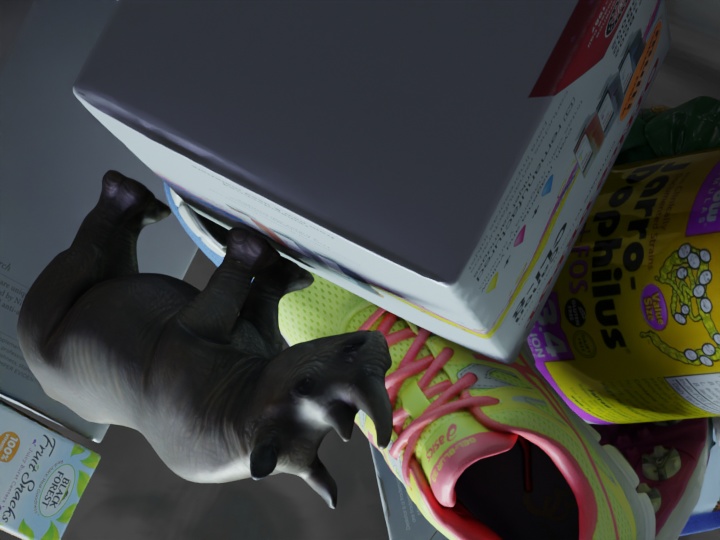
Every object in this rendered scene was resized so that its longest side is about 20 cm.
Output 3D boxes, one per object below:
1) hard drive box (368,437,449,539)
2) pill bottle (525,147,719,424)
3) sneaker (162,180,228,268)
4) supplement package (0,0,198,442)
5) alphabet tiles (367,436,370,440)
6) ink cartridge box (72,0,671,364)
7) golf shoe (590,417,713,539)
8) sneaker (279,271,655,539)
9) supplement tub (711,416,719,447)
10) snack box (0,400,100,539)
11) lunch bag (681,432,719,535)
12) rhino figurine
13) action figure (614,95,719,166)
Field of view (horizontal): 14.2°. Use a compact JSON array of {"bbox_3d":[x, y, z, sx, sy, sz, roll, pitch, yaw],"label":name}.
[{"bbox_3d":[0.049,0.060,1.327,0.076,0.157,0.200,-12,174,6],"label":"hard drive box"},{"bbox_3d":[0.151,0.003,1.111,0.104,0.105,0.199,30,156,-33],"label":"pill bottle"},{"bbox_3d":[0.000,0.000,1.195,0.200,0.079,0.089,39,172,-15],"label":"sneaker"},{"bbox_3d":[-0.135,-0.043,1.290,0.119,0.201,0.121,28,174,-20],"label":"supplement package"},{"bbox_3d":[-0.023,0.007,1.389,0.168,0.008,0.200,59,-171,-8],"label":"alphabet tiles"},{"bbox_3d":[0.014,-0.071,1.000,0.144,0.146,0.200,26,176,11],"label":"ink cartridge box"},{"bbox_3d":[0.123,0.084,1.234,0.075,0.200,0.092,-8,122,19],"label":"golf shoe"},{"bbox_3d":[0.034,0.051,1.098,0.200,0.078,0.090,43,-165,3],"label":"sneaker"},{"bbox_3d":[0.227,0.064,1.271,0.140,0.141,0.200,26,175,13],"label":"supplement tub"},{"bbox_3d":[-0.223,0.053,1.275,0.142,0.053,0.200,30,173,-35],"label":"snack box"},{"bbox_3d":[0.184,0.060,1.474,0.199,0.125,0.170,-10,-166,-28],"label":"lunch bag"},{"bbox_3d":[-0.053,0.030,1.036,0.199,0.088,0.060,24,175,45],"label":"rhino figurine"},{"bbox_3d":[0.119,-0.042,1.251,0.118,0.055,0.200,26,167,-9],"label":"action figure"}]
